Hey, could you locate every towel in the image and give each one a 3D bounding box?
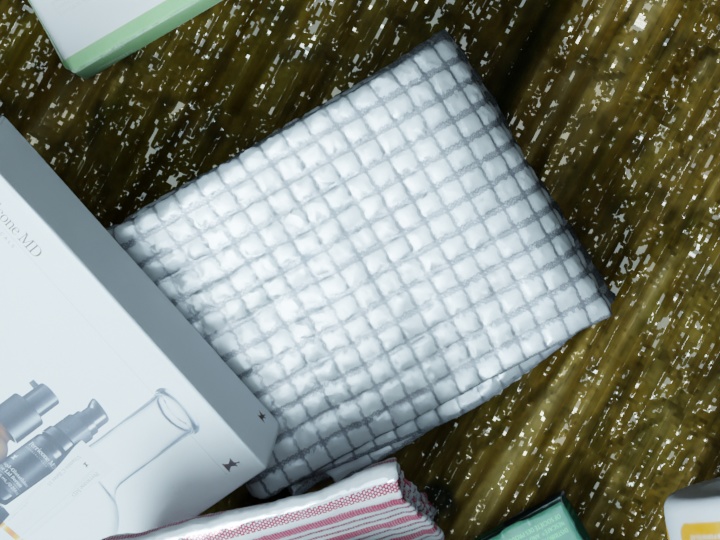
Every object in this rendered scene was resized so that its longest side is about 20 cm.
[{"bbox_3d":[0.000,0.000,1.336,0.200,0.086,0.166,-30,97,9],"label":"towel"},{"bbox_3d":[-0.040,0.124,1.285,0.146,0.200,0.030,-17,76,4],"label":"towel"}]

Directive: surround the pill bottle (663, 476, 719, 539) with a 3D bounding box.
[{"bbox_3d":[0.216,0.196,1.312,0.112,0.112,0.200,-11,91,4],"label":"pill bottle"}]

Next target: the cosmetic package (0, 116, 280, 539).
[{"bbox_3d":[-0.159,0.050,1.286,0.151,0.052,0.200,-37,105,19],"label":"cosmetic package"}]

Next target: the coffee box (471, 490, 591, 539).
[{"bbox_3d":[0.094,0.225,1.354,0.123,0.044,0.200,-29,89,6],"label":"coffee box"}]

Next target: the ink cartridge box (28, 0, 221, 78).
[{"bbox_3d":[-0.128,-0.216,1.358,0.145,0.048,0.200,-30,89,3],"label":"ink cartridge box"}]
